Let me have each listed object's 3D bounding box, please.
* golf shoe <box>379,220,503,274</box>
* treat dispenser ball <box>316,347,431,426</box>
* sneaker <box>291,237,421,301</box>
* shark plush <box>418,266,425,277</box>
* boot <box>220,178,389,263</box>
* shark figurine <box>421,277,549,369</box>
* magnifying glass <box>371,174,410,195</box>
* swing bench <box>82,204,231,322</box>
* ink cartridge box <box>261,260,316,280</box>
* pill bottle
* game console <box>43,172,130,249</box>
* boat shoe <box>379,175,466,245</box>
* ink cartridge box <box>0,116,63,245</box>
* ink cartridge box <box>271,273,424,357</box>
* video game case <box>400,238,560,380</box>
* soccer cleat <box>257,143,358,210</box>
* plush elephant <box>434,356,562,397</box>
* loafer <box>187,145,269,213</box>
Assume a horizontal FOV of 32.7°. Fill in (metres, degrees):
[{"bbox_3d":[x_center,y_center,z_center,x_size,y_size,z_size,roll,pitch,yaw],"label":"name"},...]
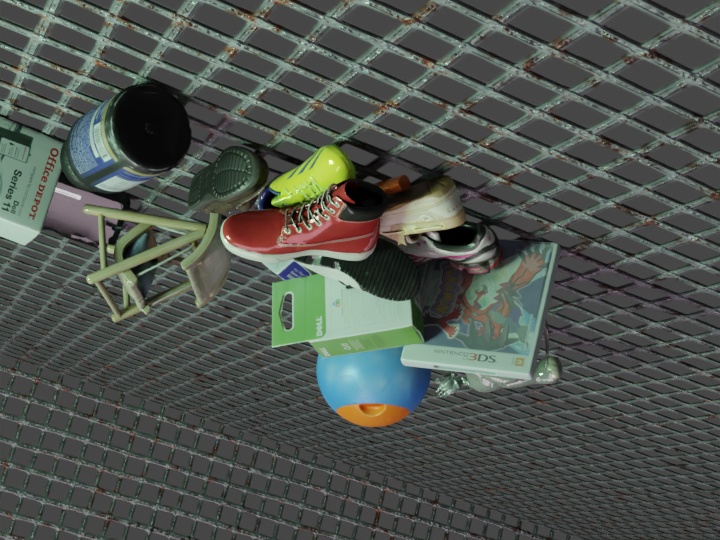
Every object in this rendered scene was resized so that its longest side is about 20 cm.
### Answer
[{"bbox_3d":[0.090,-0.047,1.656,0.200,0.073,0.092,2,154,21],"label":"golf shoe"},{"bbox_3d":[0.023,0.172,2.141,0.201,0.201,0.201,13,162,4],"label":"treat dispenser ball"},{"bbox_3d":[-0.013,-0.015,1.626,0.200,0.074,0.089,24,174,4],"label":"sneaker"},{"bbox_3d":[0.091,0.012,1.783,0.200,0.083,0.091,38,135,-21],"label":"shark plush"},{"bbox_3d":[-0.070,-0.070,1.505,0.200,0.072,0.144,0,154,-9],"label":"boot"},{"bbox_3d":[0.193,0.059,1.732,0.214,0.090,0.128,24,-151,25],"label":"shark figurine"},{"bbox_3d":[-0.019,-0.093,1.620,0.200,0.080,0.022,-16,105,40],"label":"magnifying glass"},{"bbox_3d":[-0.295,-0.021,1.838,0.200,0.130,0.199,-7,161,-2],"label":"swing bench"},{"bbox_3d":[-0.082,0.011,1.856,0.196,0.043,0.200,35,-176,-46],"label":"ink cartridge box"},{"bbox_3d":[-0.304,-0.159,1.547,0.112,0.112,0.200,25,160,-29],"label":"pill bottle"},{"bbox_3d":[-0.474,-0.116,1.954,0.200,0.116,0.176,18,132,-14],"label":"game console"},{"bbox_3d":[0.056,-0.066,1.585,0.200,0.074,0.069,-11,116,52],"label":"boat shoe"},{"bbox_3d":[-0.528,-0.141,1.715,0.200,0.147,0.083,22,159,-26],"label":"ink cartridge box"},{"bbox_3d":[-0.017,0.056,1.664,0.200,0.104,0.059,-10,151,15],"label":"ink cartridge box"},{"bbox_3d":[0.163,0.045,1.654,0.182,0.200,0.023,5,152,23],"label":"video game case"},{"bbox_3d":[-0.069,-0.105,1.557,0.065,0.084,0.200,57,153,-7],"label":"soccer cleat"},{"bbox_3d":[0.192,0.102,1.920,0.200,0.165,0.155,-19,118,5],"label":"plush elephant"},{"bbox_3d":[-0.166,-0.119,1.651,0.071,0.073,0.200,12,170,-28],"label":"loafer"}]
